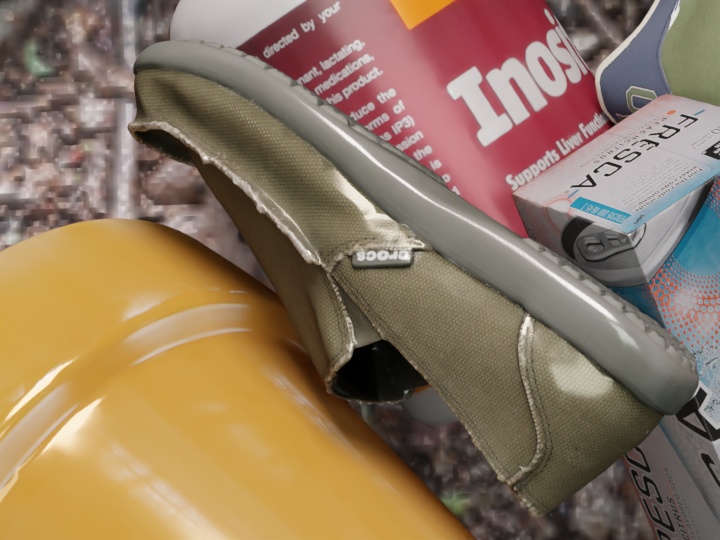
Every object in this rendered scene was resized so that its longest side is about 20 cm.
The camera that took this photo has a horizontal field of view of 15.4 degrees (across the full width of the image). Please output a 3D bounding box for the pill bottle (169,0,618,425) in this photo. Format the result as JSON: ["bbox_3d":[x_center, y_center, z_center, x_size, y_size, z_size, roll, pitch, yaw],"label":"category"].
[{"bbox_3d":[0.011,-0.060,0.864,0.113,0.113,0.200,-34,94,-2],"label":"pill bottle"}]

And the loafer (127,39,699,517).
[{"bbox_3d":[0.000,0.000,0.756,0.200,0.075,0.070,35,93,30],"label":"loafer"}]

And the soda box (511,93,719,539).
[{"bbox_3d":[0.120,0.050,0.808,0.063,0.068,0.200,-33,115,-18],"label":"soda box"}]

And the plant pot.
[{"bbox_3d":[-0.043,0.113,0.789,0.183,0.200,0.201,32,90,33],"label":"plant pot"}]

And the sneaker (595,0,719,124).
[{"bbox_3d":[0.134,-0.113,0.869,0.090,0.200,0.067,-6,130,32],"label":"sneaker"}]
